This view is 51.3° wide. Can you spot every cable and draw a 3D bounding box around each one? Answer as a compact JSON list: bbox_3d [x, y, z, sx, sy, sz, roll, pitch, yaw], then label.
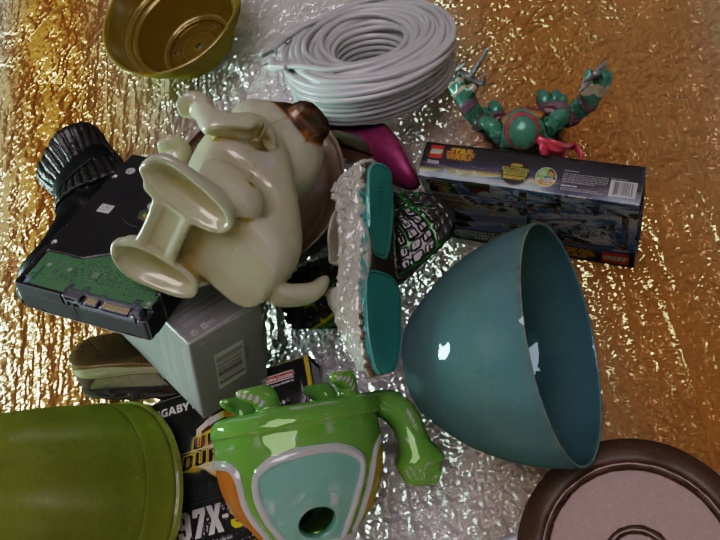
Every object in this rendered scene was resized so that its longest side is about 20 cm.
[{"bbox_3d":[0.010,-0.236,0.841,0.198,0.070,0.200,28,56,35],"label":"cable"}]

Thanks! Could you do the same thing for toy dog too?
[{"bbox_3d":[-0.094,-0.079,0.660,0.191,0.140,0.202,23,44,-3],"label":"toy dog"}]

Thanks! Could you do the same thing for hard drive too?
[{"bbox_3d":[-0.210,-0.030,0.717,0.137,0.038,0.201,11,45,15],"label":"hard drive"}]

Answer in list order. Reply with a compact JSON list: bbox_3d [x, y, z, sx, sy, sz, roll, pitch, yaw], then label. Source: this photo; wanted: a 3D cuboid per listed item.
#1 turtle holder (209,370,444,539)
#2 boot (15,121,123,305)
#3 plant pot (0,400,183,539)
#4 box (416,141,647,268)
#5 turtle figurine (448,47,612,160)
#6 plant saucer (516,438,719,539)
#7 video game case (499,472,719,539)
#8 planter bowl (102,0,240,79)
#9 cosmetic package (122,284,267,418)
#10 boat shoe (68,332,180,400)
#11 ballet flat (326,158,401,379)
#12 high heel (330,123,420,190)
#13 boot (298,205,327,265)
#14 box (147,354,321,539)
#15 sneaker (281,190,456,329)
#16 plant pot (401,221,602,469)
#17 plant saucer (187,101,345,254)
[{"bbox_3d":[-0.036,0.163,0.648,0.140,0.183,0.134,-23,72,48],"label":"turtle holder"},{"bbox_3d":[-0.364,-0.071,0.920,0.157,0.080,0.211,39,73,21],"label":"boot"},{"bbox_3d":[-0.301,0.210,0.687,0.198,0.192,0.204,-13,68,33],"label":"plant pot"},{"bbox_3d":[0.163,-0.061,0.710,0.197,0.137,0.041,11,71,22],"label":"box"},{"bbox_3d":[0.156,-0.149,0.718,0.147,0.200,0.103,8,100,10],"label":"turtle figurine"},{"bbox_3d":[0.222,0.234,0.600,0.197,0.035,0.204,-8,66,17],"label":"plant saucer"},{"bbox_3d":[0.232,0.284,0.606,0.197,0.022,0.185,-20,63,9],"label":"video game case"},{"bbox_3d":[-0.228,-0.315,0.978,0.197,0.084,0.204,-7,67,16],"label":"planter bowl"},{"bbox_3d":[-0.187,0.039,0.750,0.089,0.108,0.199,-29,50,-30],"label":"cosmetic package"},{"bbox_3d":[-0.207,0.104,0.806,0.196,0.066,0.074,1,37,1],"label":"boat shoe"},{"bbox_3d":[0.000,0.000,0.667,0.070,0.072,0.204,-5,69,16],"label":"ballet flat"},{"bbox_3d":[-0.016,-0.129,0.837,0.095,0.068,0.200,-34,46,-9],"label":"high heel"},{"bbox_3d":[-0.112,-0.083,0.858,0.144,0.070,0.203,-17,65,4],"label":"boot"},{"bbox_3d":[-0.123,0.192,0.750,0.197,0.049,0.162,-18,65,11],"label":"box"},{"bbox_3d":[0.013,-0.009,0.747,0.199,0.085,0.079,-34,68,24],"label":"sneaker"},{"bbox_3d":[0.114,0.073,0.649,0.133,0.199,0.204,-14,63,29],"label":"plant pot"},{"bbox_3d":[-0.109,-0.085,0.800,0.196,0.037,0.204,-4,67,9],"label":"plant saucer"}]
